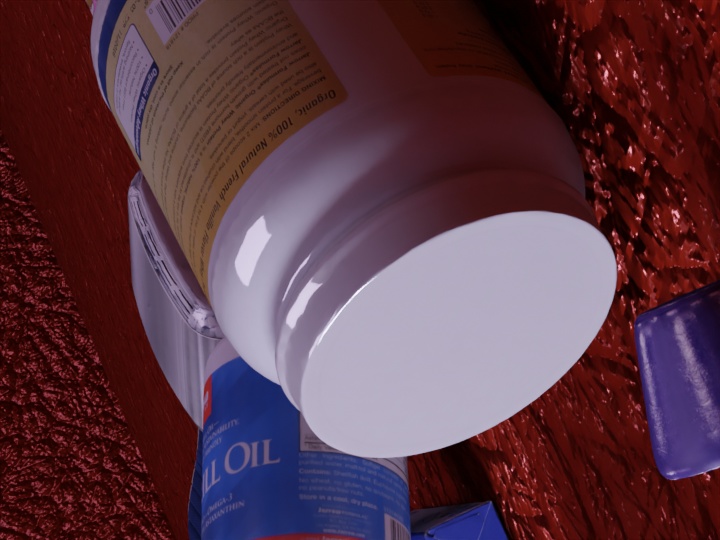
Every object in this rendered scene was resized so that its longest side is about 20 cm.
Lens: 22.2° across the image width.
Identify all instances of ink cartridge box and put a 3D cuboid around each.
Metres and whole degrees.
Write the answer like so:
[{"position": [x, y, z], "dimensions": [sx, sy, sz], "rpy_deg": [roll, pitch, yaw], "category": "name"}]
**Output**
[{"position": [0.051, 0.184, 1.044], "dimensions": [0.094, 0.044, 0.200], "rpy_deg": [67, 167, 4], "category": "ink cartridge box"}]

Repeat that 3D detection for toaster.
[{"position": [-0.079, 0.012, 1.160], "dimensions": [0.129, 0.114, 0.200], "rpy_deg": [89, 159, -51], "category": "toaster"}]

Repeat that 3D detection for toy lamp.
[{"position": [0.135, 0.099, 0.539], "dimensions": [0.058, 0.058, 0.200], "rpy_deg": [151, 96, -77], "category": "toy lamp"}]

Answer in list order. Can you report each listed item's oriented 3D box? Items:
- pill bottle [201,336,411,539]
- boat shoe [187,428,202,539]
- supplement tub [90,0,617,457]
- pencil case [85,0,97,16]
[{"position": [-0.031, 0.093, 0.996], "dimensions": [0.112, 0.112, 0.200], "rpy_deg": [89, 179, -57], "category": "pill bottle"}, {"position": [-0.086, 0.128, 1.443], "dimensions": [0.072, 0.072, 0.200], "rpy_deg": [45, 127, 55], "category": "boat shoe"}, {"position": [-0.005, -0.044, 0.688], "dimensions": [0.144, 0.144, 0.200], "rpy_deg": [85, 160, -50], "category": "supplement tub"}, {"position": [-0.150, -0.189, 1.211], "dimensions": [0.083, 0.087, 0.200], "rpy_deg": [-38, 71, 44], "category": "pencil case"}]
